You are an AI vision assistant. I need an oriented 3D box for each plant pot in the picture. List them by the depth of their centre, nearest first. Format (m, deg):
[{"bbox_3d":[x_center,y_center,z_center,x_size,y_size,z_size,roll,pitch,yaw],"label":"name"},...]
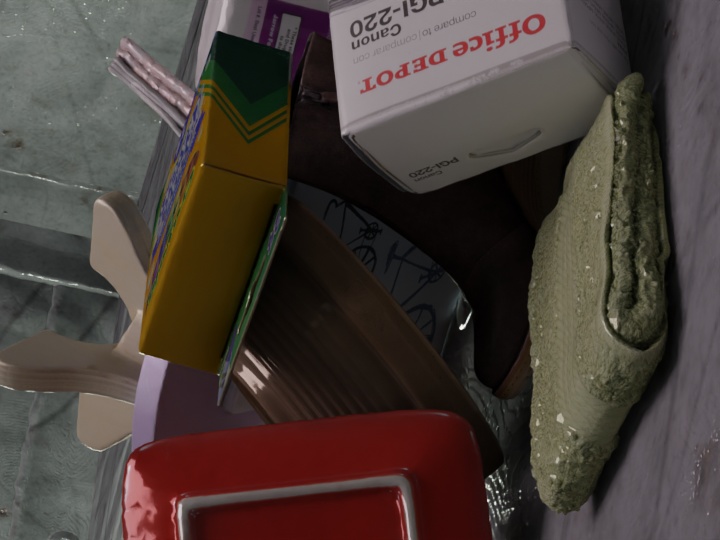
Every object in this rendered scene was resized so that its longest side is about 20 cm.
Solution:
[{"bbox_3d":[-0.014,0.062,1.562,0.093,0.201,0.201,-40,7,-7],"label":"plant pot"}]

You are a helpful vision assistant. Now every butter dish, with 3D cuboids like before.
[{"bbox_3d":[-0.019,0.189,1.500,0.148,0.199,0.200,57,-154,-77],"label":"butter dish"}]

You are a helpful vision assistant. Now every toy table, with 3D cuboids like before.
[{"bbox_3d":[-0.128,0.056,1.710,0.184,0.117,0.201,-14,-55,-51],"label":"toy table"}]

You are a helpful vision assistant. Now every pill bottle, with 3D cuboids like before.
[{"bbox_3d":[0.001,-0.145,1.757,0.112,0.199,0.113,-168,90,-81],"label":"pill bottle"}]

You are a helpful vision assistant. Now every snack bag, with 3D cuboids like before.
[{"bbox_3d":[0.000,0.000,1.710,0.021,0.200,0.189,36,122,35],"label":"snack bag"}]

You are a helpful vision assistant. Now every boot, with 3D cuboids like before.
[{"bbox_3d":[0.031,-0.032,1.538,0.072,0.166,0.201,124,157,-59],"label":"boot"}]

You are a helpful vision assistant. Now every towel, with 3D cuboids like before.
[{"bbox_3d":[0.117,0.011,1.382,0.200,0.036,0.149,-88,13,-44],"label":"towel"},{"bbox_3d":[-0.064,-0.059,1.798,0.032,0.191,0.200,-49,45,1],"label":"towel"}]

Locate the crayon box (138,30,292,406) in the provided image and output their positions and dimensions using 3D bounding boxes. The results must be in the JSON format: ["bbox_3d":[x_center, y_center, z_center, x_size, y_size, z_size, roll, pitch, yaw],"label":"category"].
[{"bbox_3d":[-0.080,-0.033,1.517,0.200,0.051,0.126,-92,20,-60],"label":"crayon box"}]

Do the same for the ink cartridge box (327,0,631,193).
[{"bbox_3d":[0.059,-0.161,1.485,0.085,0.145,0.201,36,-140,-53],"label":"ink cartridge box"}]
